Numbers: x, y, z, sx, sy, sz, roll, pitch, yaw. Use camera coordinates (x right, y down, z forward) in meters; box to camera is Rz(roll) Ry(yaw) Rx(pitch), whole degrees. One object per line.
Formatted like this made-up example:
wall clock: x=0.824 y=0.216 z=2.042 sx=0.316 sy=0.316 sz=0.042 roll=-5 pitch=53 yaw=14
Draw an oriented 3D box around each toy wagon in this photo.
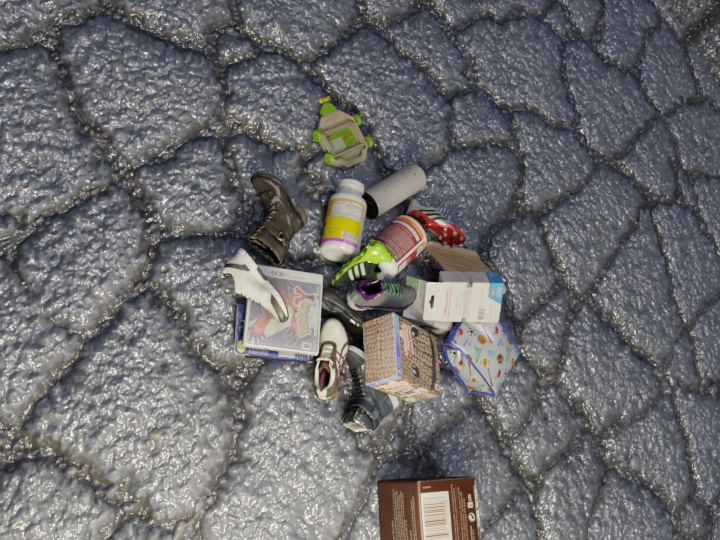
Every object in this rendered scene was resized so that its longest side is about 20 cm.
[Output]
toy wagon: x=-0.059 y=-0.379 z=1.860 sx=0.154 sy=0.039 sz=0.202 roll=-28 pitch=89 yaw=-32

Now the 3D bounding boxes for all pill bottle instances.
pill bottle: x=0.076 y=-0.048 z=1.792 sx=0.200 sy=0.113 sz=0.113 roll=-41 pitch=96 yaw=-31
pill bottle: x=-0.040 y=-0.130 z=1.759 sx=0.103 sy=0.104 sz=0.203 roll=19 pitch=67 yaw=-22

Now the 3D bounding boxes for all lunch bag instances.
lunch bag: x=0.313 y=0.208 z=1.834 sx=0.201 sy=0.123 sz=0.171 roll=52 pitch=56 yaw=-23

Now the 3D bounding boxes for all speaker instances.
speaker: x=0.089 y=-0.220 z=1.869 sx=0.199 sy=0.081 sz=0.082 roll=-35 pitch=93 yaw=-32

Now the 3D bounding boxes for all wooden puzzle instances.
wooden puzzle: x=0.287 y=0.001 z=1.890 sx=0.183 sy=0.047 sz=0.201 roll=11 pitch=29 yaw=-25

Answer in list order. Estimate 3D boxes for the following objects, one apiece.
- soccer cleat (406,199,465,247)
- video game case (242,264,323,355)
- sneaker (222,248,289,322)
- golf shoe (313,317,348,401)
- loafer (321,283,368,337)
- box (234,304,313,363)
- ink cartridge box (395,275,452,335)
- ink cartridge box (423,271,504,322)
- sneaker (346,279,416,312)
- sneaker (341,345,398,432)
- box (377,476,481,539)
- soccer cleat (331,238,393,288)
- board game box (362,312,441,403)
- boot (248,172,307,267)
soccer cleat: x=0.216 y=-0.135 z=1.921 sx=0.198 sy=0.069 sz=0.086 roll=23 pitch=47 yaw=-19
video game case: x=-0.181 y=0.092 z=1.613 sx=0.179 sy=0.023 sz=0.203 roll=9 pitch=67 yaw=-16
sneaker: x=-0.241 y=0.048 z=1.568 sx=0.080 sy=0.074 sz=0.200 roll=-39 pitch=80 yaw=-14
golf shoe: x=-0.072 y=0.209 z=1.632 sx=0.076 sy=0.088 sz=0.203 roll=2 pitch=76 yaw=7
loafer: x=-0.036 y=0.102 z=1.713 sx=0.199 sy=0.073 sz=0.073 roll=33 pitch=59 yaw=-17
box: x=-0.206 y=0.152 z=1.626 sx=0.197 sy=0.032 sz=0.123 roll=10 pitch=71 yaw=-25
ink cartridge box: x=0.188 y=0.099 z=1.836 sx=0.197 sy=0.067 sz=0.119 roll=16 pitch=68 yaw=-24
ink cartridge box: x=0.259 y=0.067 z=1.750 sx=0.196 sy=0.068 sz=0.118 roll=2 pitch=117 yaw=-3
sneaker: x=0.066 y=0.058 z=1.698 sx=0.197 sy=0.088 sz=0.075 roll=-5 pitch=64 yaw=-28
sneaker: x=-0.008 y=0.298 z=1.666 sx=0.146 sy=0.077 sz=0.203 roll=-39 pitch=97 yaw=-34
box: x=0.158 y=0.575 z=1.602 sx=0.162 sy=0.199 sz=0.169 roll=4 pitch=73 yaw=-27
soccer cleat: x=0.000 y=0.000 z=1.689 sx=0.081 sy=0.200 sz=0.068 roll=42 pitch=40 yaw=-11
board game box: x=0.104 y=0.219 z=1.681 sx=0.199 sy=0.096 sz=0.162 roll=30 pitch=49 yaw=-45
boot: x=-0.224 y=-0.126 z=1.657 sx=0.200 sy=0.069 sz=0.175 roll=45 pitch=46 yaw=-12
